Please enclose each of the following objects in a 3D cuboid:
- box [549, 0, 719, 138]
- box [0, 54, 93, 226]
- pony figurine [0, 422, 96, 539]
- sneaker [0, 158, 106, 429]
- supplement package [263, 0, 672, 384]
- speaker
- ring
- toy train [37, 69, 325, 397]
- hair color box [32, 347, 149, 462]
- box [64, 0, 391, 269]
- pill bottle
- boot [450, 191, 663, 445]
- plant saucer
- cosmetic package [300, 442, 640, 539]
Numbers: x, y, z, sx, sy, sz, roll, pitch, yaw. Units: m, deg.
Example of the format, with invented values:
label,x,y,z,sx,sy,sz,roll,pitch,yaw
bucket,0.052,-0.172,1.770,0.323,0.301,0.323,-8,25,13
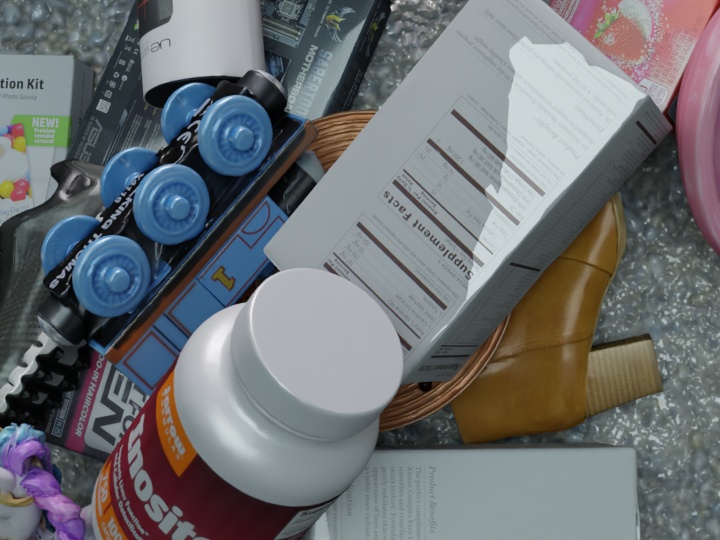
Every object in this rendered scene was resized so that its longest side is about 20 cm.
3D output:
label,x,y,z,sx,sy,sz,roll,pitch,yaw
box,0.193,-0.195,0.849,0.095,0.100,0.202,27,96,19
box,-0.270,-0.048,0.965,0.154,0.041,0.203,3,83,11
pony figurine,-0.175,0.189,0.842,0.192,0.201,0.167,27,45,7
sneaker,-0.203,0.016,0.874,0.090,0.066,0.201,28,83,17
supplement package,0.062,-0.046,0.774,0.109,0.114,0.200,44,100,16
speaker,-0.104,-0.204,0.880,0.080,0.081,0.203,-6,82,10
ring,0.000,0.000,0.862,0.198,0.019,0.203,-2,80,12
toy train,-0.099,-0.022,0.822,0.200,0.086,0.114,-50,122,-10
hair color box,-0.102,0.091,0.906,0.198,0.061,0.101,16,86,12
box,-0.088,-0.123,0.933,0.156,0.051,0.202,22,87,13
pill bottle,-0.060,0.090,0.736,0.113,0.113,0.200,49,134,12
boot,0.099,0.002,0.873,0.142,0.071,0.204,-13,85,9
plant saucer,0.256,-0.096,0.816,0.051,0.200,0.202,29,89,53
cosmetic package,0.062,0.155,0.832,0.197,0.074,0.103,2,85,-10
